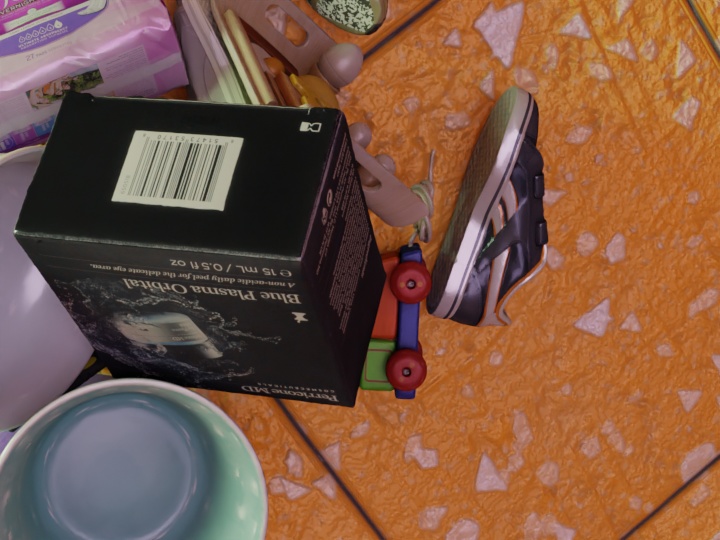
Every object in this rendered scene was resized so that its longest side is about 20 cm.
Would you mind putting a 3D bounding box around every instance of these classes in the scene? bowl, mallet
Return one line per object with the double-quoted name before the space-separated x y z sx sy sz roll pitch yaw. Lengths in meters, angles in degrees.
"bowl" -0.173 0.165 0.907 0.197 0.105 0.205 -3 100 -15
"bowl" -0.265 0.004 0.865 0.089 0.200 0.204 16 96 27
"mallet" -0.195 0.052 0.954 0.198 0.041 0.066 -28 71 -24

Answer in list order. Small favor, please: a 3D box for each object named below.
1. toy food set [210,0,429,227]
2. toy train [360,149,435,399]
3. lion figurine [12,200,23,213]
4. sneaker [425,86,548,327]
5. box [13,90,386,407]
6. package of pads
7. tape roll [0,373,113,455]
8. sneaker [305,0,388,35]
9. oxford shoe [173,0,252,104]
"toy food set" -0.026 -0.134 0.905 0.060 0.201 0.143 -40 134 14
"toy train" 0.000 0.000 1.014 0.114 0.085 0.204 2 98 -1
"lion figurine" -0.204 -0.064 0.957 0.197 0.073 0.124 -18 128 3
"sneaker" 0.122 -0.049 1.034 0.078 0.079 0.203 16 105 -11
"box" -0.098 -0.010 0.845 0.193 0.201 0.119 5 60 14
"package of pads" -0.236 -0.156 0.901 0.198 0.121 0.076 -25 144 -10
"tape roll" -0.221 0.188 0.988 0.197 0.066 0.204 -2 98 -13
"sneaker" -0.064 -0.247 0.940 0.200 0.077 0.089 45 43 -10
"oxford shoe" -0.117 -0.170 0.950 0.057 0.075 0.203 -21 88 28
